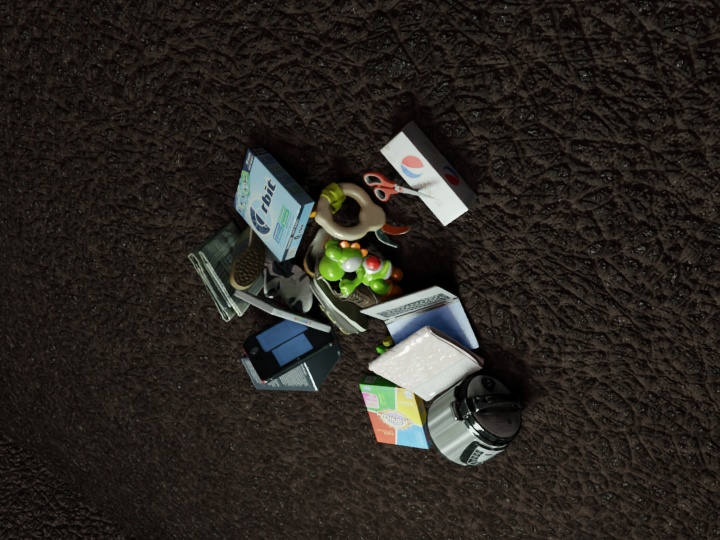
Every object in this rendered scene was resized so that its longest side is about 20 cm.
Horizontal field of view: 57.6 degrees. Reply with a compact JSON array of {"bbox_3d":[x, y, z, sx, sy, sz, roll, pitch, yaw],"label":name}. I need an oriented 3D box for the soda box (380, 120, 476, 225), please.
[{"bbox_3d":[0.134,-0.190,1.285,0.200,0.064,0.068,48,131,-7],"label":"soda box"}]

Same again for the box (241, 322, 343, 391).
[{"bbox_3d":[-0.174,0.221,1.680,0.200,0.148,0.107,-5,119,31],"label":"box"}]

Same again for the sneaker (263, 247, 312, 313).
[{"bbox_3d":[-0.179,0.045,1.582,0.199,0.079,0.130,50,152,24],"label":"sneaker"}]

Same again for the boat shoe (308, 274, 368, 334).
[{"bbox_3d":[-0.061,0.085,1.547,0.060,0.072,0.201,-24,126,28],"label":"boat shoe"}]

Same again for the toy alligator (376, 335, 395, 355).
[{"bbox_3d":[0.113,0.187,1.559,0.200,0.054,0.059,-13,114,35],"label":"toy alligator"}]

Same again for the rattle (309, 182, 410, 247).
[{"bbox_3d":[-0.011,-0.100,1.428,0.200,0.130,0.143,18,145,-17],"label":"rattle"}]

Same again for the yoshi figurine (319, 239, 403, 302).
[{"bbox_3d":[-0.009,0.004,1.433,0.200,0.112,0.112,30,178,-26],"label":"yoshi figurine"}]

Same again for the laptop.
[{"bbox_3d":[0.132,0.127,1.443,0.187,0.200,0.116,-20,69,23],"label":"laptop"}]

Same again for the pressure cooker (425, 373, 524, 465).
[{"bbox_3d":[0.265,0.333,1.495,0.179,0.176,0.200,42,130,0],"label":"pressure cooker"}]

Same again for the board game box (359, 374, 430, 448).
[{"bbox_3d":[0.095,0.367,1.701,0.153,0.040,0.200,0,120,29],"label":"board game box"}]

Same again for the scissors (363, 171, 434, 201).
[{"bbox_3d":[0.071,-0.169,1.310,0.200,0.014,0.073,11,137,60],"label":"scissors"}]

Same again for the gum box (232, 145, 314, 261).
[{"bbox_3d":[-0.199,-0.150,1.465,0.200,0.044,0.170,47,135,23],"label":"gum box"}]

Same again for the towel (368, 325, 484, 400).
[{"bbox_3d":[0.151,0.217,1.504,0.191,0.032,0.200,33,129,-25],"label":"towel"}]

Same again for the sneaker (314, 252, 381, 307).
[{"bbox_3d":[-0.032,0.045,1.502,0.200,0.076,0.070,39,130,-23],"label":"sneaker"}]

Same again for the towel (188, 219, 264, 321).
[{"bbox_3d":[-0.309,-0.003,1.570,0.034,0.200,0.193,-14,113,28],"label":"towel"}]

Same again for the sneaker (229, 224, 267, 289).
[{"bbox_3d":[-0.268,-0.030,1.542,0.067,0.201,0.090,30,144,-23],"label":"sneaker"}]

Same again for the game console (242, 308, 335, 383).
[{"bbox_3d":[-0.177,0.176,1.593,0.177,0.200,0.031,44,159,55],"label":"game console"}]

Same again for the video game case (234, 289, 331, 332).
[{"bbox_3d":[-0.180,0.095,1.534,0.143,0.200,0.018,22,88,40],"label":"video game case"}]

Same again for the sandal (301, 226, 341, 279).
[{"bbox_3d":[-0.096,-0.020,1.535,0.082,0.055,0.200,32,131,7],"label":"sandal"}]
